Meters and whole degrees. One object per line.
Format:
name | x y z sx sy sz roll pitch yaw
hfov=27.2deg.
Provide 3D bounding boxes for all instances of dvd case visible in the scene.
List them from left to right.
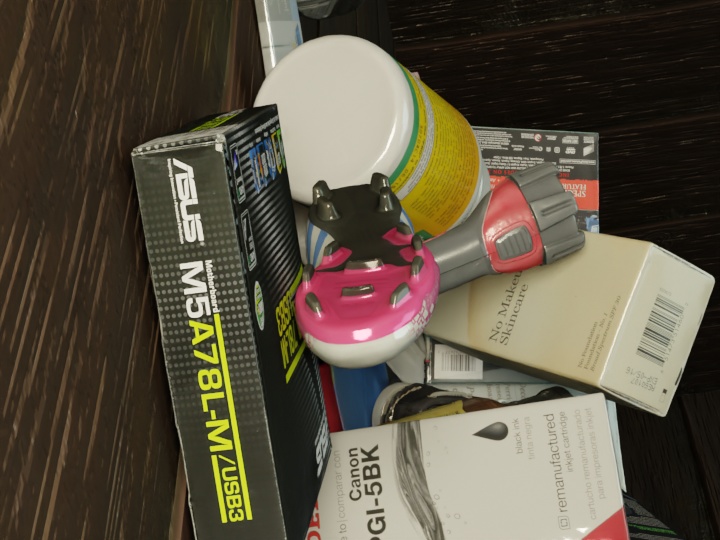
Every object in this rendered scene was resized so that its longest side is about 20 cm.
dvd case | 0.118 -0.011 1.162 0.022 0.146 0.201 164 -74 -73

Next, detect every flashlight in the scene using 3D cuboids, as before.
flashlight | 0.044 -0.007 0.975 0.068 0.200 0.068 76 -9 -63

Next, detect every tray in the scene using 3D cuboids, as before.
tray | 0.000 0.000 1.094 0.200 0.022 0.108 51 19 -42

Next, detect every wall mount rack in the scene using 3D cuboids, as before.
wall mount rack | -0.022 -0.188 1.110 0.174 0.074 0.201 -27 110 -69

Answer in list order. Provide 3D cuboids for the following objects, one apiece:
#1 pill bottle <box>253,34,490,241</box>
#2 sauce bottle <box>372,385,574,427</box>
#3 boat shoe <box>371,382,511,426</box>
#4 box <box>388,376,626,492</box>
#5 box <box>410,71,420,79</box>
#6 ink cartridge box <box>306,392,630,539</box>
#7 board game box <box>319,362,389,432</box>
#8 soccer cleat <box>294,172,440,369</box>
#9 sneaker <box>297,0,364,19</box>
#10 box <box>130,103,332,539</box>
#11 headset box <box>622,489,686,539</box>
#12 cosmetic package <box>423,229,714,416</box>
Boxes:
pill bottle | 0.017 -0.077 1.018 0.200 0.112 0.113 25 55 -64
sauce bottle | 0.061 0.124 1.015 0.065 0.200 0.065 31 -53 53
boat shoe | 0.105 0.130 1.108 0.060 0.200 0.074 4 -108 61
box | 0.107 0.181 1.256 0.199 0.171 0.201 155 -72 -73
box | 0.025 -0.084 1.466 0.096 0.099 0.201 73 10 -62
ink cartridge box | 0.056 0.163 0.868 0.083 0.199 0.147 62 20 -66
board game box | -0.014 0.093 1.107 0.200 0.039 0.158 65 17 -48
soccer cleat | 0.007 0.017 0.751 0.200 0.070 0.087 -92 173 -68
sneaker | -0.042 -0.298 1.220 0.200 0.075 0.116 67 13 -68
box | -0.054 0.025 0.703 0.200 0.047 0.194 -69 148 -80
headset box | 0.157 0.250 1.036 0.200 0.093 0.175 37 -74 50
cosmetic package | 0.139 0.025 1.044 0.200 0.073 0.104 13 -100 55
